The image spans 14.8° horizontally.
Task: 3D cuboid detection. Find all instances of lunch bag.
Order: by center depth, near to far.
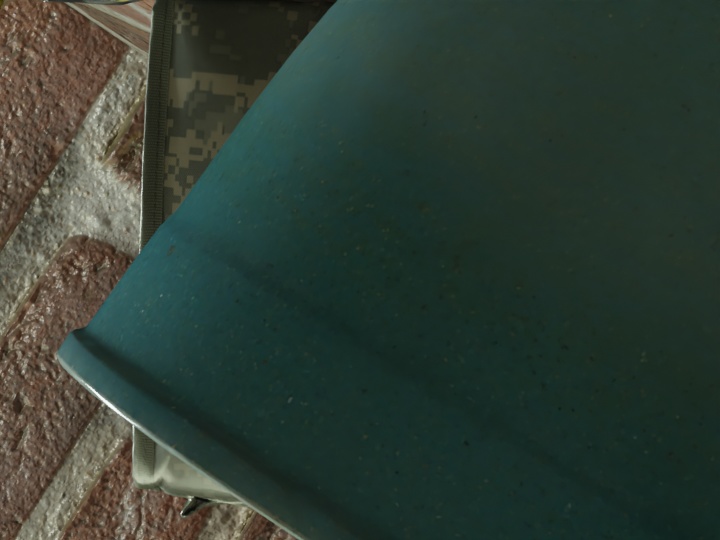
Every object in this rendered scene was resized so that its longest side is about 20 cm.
[{"bbox_3d":[0.000,0.000,1.071,0.163,0.201,0.118,6,-178,8],"label":"lunch bag"}]

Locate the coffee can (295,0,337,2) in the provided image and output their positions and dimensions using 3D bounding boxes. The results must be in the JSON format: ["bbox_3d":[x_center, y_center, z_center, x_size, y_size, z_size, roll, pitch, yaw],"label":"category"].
[{"bbox_3d":[0.029,-0.039,1.247,0.146,0.147,0.200,31,179,37],"label":"coffee can"}]

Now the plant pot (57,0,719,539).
[{"bbox_3d":[0.068,-0.009,0.590,0.199,0.189,0.200,31,179,1],"label":"plant pot"}]

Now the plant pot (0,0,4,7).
[{"bbox_3d":[-0.225,-0.149,1.192,0.200,0.200,0.142,33,-165,-36],"label":"plant pot"}]

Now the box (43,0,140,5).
[{"bbox_3d":[-0.114,-0.129,1.011,0.160,0.049,0.200,2,179,-30],"label":"box"}]
